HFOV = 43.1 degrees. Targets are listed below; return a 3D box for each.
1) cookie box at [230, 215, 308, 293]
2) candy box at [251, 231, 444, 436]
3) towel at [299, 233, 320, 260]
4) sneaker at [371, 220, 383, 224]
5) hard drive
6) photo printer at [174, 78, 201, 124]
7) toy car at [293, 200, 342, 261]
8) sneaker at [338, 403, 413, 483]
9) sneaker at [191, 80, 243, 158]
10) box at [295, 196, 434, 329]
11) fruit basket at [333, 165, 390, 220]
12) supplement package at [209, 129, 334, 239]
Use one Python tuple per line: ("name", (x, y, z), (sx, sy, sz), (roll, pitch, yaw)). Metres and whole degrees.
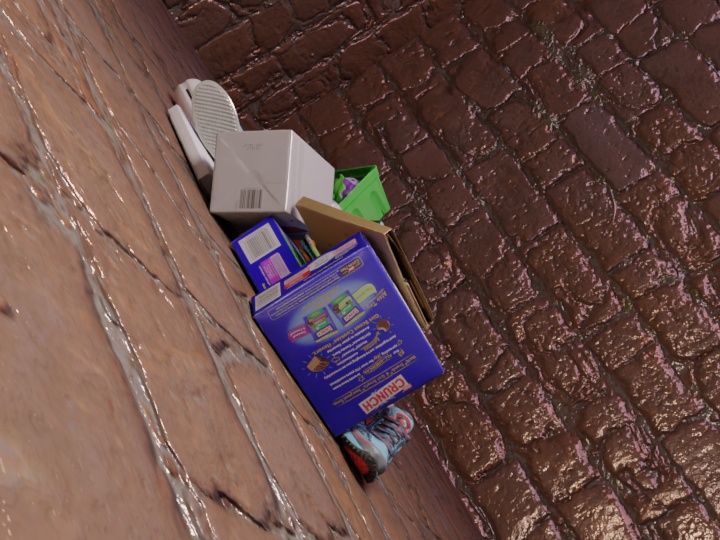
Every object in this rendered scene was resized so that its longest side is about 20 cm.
("cookie box", (-0.098, 0.031, 1.339), (0.172, 0.075, 0.200), (59, 0, 14))
("candy box", (-0.016, 0.082, 1.152), (0.201, 0.168, 0.077), (58, 4, -19))
("towel", (-0.036, 0.044, 1.419), (0.144, 0.023, 0.200), (60, -2, 32))
("sneaker", (0.000, 0.000, 1.431), (0.200, 0.077, 0.142), (-27, 115, -71))
("hard drive", (-0.242, -0.161, 1.442), (0.201, 0.026, 0.132), (60, 1, 43))
("photo printer", (-0.270, -0.255, 1.704), (0.167, 0.069, 0.200), (59, 1, 24))
("toy car", (-0.142, -0.095, 1.631), (0.201, 0.174, 0.150), (59, 37, -5))
("sneaker", (0.025, 0.217, 1.227), (0.080, 0.095, 0.200), (57, 1, -4))
("sneaker", (-0.219, -0.211, 1.486), (0.082, 0.073, 0.202), (-126, -165, -78))
("box", (0.004, -0.013, 1.230), (0.199, 0.021, 0.164), (24, -31, 49))
("fruit basket", (-0.069, -0.158, 1.762), (0.215, 0.156, 0.216), (38, -21, 18))
("supplement package", (-0.126, -0.122, 1.364), (0.200, 0.120, 0.121), (29, 63, -71))
